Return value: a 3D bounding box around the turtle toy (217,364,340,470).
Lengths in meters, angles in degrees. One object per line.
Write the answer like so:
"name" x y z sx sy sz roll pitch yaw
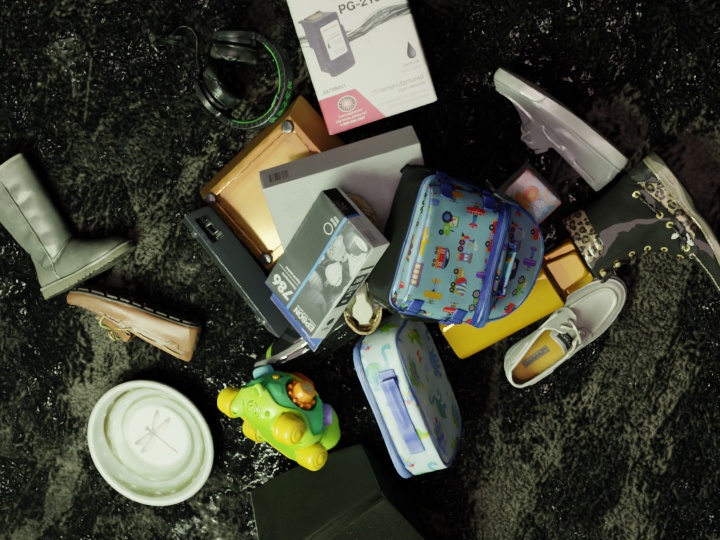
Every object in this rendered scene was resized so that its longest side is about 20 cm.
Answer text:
"turtle toy" -0.094 0.201 1.250 0.145 0.200 0.101 18 65 36

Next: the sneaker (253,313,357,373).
"sneaker" -0.072 0.081 1.278 0.199 0.072 0.083 -33 62 22

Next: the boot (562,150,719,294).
"boot" 0.365 -0.030 1.146 0.150 0.073 0.201 -33 96 17

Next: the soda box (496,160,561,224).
"soda box" 0.168 -0.047 1.183 0.064 0.068 0.200 44 108 -5

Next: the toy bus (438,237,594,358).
"toy bus" 0.204 0.036 1.189 0.199 0.078 0.065 -31 97 22

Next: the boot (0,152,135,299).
"boot" -0.439 -0.077 1.303 0.181 0.073 0.201 -24 92 14

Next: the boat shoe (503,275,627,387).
"boat shoe" 0.270 0.083 1.195 0.200 0.070 0.071 -40 95 15

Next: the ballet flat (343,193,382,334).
"ballet flat" 0.000 0.000 1.131 0.070 0.065 0.201 -10 128 3

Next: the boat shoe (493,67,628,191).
"boat shoe" 0.240 -0.176 1.142 0.199 0.072 0.069 35 108 -9

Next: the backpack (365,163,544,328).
"backpack" 0.129 -0.016 1.070 0.199 0.134 0.184 17 95 -20

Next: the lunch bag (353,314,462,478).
"lunch bag" 0.064 0.162 1.209 0.082 0.161 0.201 -19 101 18

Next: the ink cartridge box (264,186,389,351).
"ink cartridge box" -0.052 0.006 1.098 0.100 0.039 0.200 47 127 19

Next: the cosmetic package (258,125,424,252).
"cosmetic package" -0.011 -0.081 1.140 0.199 0.052 0.151 -16 127 -1

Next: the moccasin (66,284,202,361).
"moccasin" -0.331 0.076 1.317 0.200 0.074 0.078 20 99 -5

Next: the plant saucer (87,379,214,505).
"plant saucer" -0.309 0.253 1.365 0.199 0.050 0.202 3 105 11

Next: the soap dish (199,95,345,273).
"soap dish" -0.102 -0.108 1.214 0.200 0.081 0.158 -40 94 17

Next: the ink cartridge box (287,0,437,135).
"ink cartridge box" 0.000 -0.290 1.139 0.144 0.084 0.201 -17 100 7

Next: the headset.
"headset" -0.182 -0.265 1.182 0.199 0.094 0.124 33 108 19

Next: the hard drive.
"hard drive" -0.166 -0.001 1.233 0.042 0.135 0.200 -38 97 -9

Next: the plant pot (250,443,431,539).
"plant pot" -0.015 0.364 1.251 0.177 0.200 0.200 -39 113 4
